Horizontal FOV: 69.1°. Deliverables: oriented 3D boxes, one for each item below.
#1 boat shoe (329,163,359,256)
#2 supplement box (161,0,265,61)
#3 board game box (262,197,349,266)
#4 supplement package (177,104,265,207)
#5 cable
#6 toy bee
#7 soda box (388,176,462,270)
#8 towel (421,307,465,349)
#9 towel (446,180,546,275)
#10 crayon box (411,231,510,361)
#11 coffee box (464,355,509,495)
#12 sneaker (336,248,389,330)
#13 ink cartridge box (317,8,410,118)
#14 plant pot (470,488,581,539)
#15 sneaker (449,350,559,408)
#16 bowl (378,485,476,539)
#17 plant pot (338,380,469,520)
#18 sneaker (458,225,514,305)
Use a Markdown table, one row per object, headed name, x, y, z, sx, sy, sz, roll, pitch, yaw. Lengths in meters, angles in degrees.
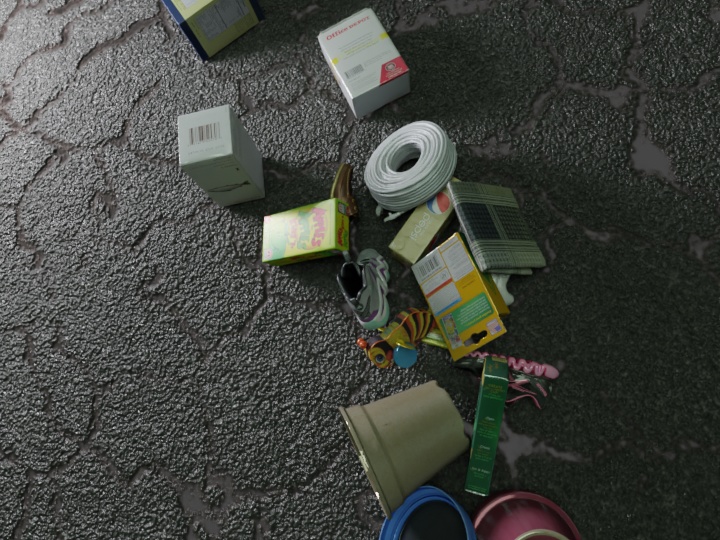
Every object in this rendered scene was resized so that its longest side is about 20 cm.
| name | x | y | z | sx | sy | sz | roll | pitch | yaw |
| --- | --- | --- | --- | --- | --- | --- | --- | --- | --- |
| boat shoe | -0.034 | -0.128 | 1.119 | 0.066 | 0.072 | 0.204 | 8 | 81 | 7 |
| supplement box | -0.384 | -0.684 | 1.308 | 0.199 | 0.134 | 0.201 | -35 | 71 | -2 |
| board game box | -0.116 | -0.076 | 1.081 | 0.198 | 0.047 | 0.103 | -9 | 74 | 35 |
| supplement package | -0.293 | -0.239 | 1.125 | 0.115 | 0.200 | 0.119 | -12 | 71 | 6 |
| cable | 0.100 | -0.218 | 1.086 | 0.198 | 0.069 | 0.202 | -24 | 48 | 22 |
| toy bee | 0.055 | 0.144 | 0.986 | 0.108 | 0.130 | 0.202 | 37 | 65 | -20 |
| soda box | 0.142 | -0.100 | 1.080 | 0.067 | 0.064 | 0.201 | 34 | 81 | 17 |
| towel | 0.185 | 0.057 | 1.053 | 0.085 | 0.018 | 0.203 | 14 | 75 | 8 |
| towel | 0.261 | -0.082 | 1.013 | 0.198 | 0.035 | 0.195 | -1 | 63 | -38 |
| crayon box | 0.189 | 0.049 | 0.973 | 0.125 | 0.051 | 0.202 | -38 | 64 | 35 |
| coffee box | 0.217 | 0.258 | 0.896 | 0.043 | 0.123 | 0.204 | 10 | 101 | 15 |
| sneaker | 0.000 | 0.000 | 1.007 | 0.077 | 0.140 | 0.202 | -24 | 42 | 15 |
| ink cartridge box | 0.009 | -0.478 | 1.205 | 0.144 | 0.084 | 0.202 | -26 | 71 | 1 |
| plant pot | 0.267 | 0.460 | 0.822 | 0.196 | 0.179 | 0.203 | -1 | 74 | 5 |
| sneaker | 0.261 | 0.203 | 0.971 | 0.197 | 0.079 | 0.097 | 11 | 87 | 14 |
| bowl | 0.110 | 0.470 | 0.871 | 0.200 | 0.039 | 0.203 | -34 | 38 | 32 |
| plant pot | 0.083 | 0.294 | 0.919 | 0.181 | 0.201 | 0.202 | -24 | 71 | -10 |
| sneaker | 0.250 | -0.017 | 1.031 | 0.098 | 0.078 | 0.203 | -8 | 83 | -11 |
